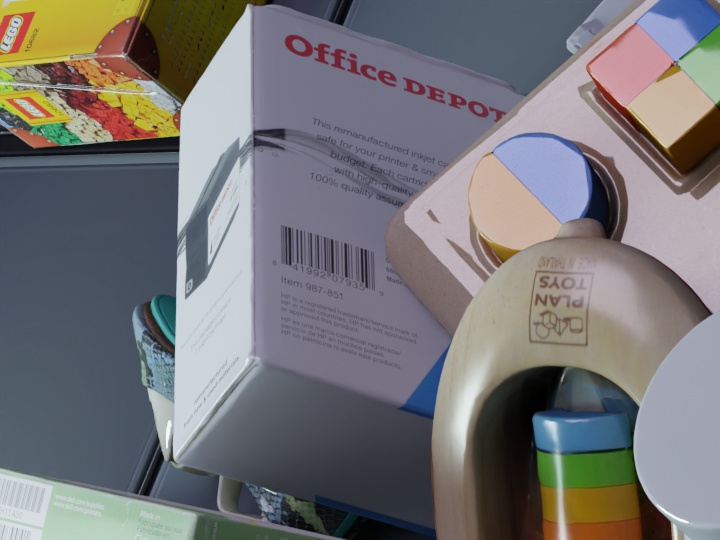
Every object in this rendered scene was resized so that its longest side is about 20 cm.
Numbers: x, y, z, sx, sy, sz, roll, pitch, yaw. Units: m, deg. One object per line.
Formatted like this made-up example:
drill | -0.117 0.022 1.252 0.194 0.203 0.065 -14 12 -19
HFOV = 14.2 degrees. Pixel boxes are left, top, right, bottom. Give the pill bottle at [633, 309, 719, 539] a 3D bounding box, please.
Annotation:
pill bottle | 0.182 0.091 0.968 0.113 0.200 0.113 -25 46 28

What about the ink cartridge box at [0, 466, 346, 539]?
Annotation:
ink cartridge box | -0.043 0.124 1.156 0.146 0.200 0.048 6 83 46

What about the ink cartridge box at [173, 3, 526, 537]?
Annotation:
ink cartridge box | 0.000 0.000 1.246 0.084 0.145 0.200 -51 31 43

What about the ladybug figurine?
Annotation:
ladybug figurine | 0.094 0.079 1.060 0.136 0.072 0.200 3 99 35

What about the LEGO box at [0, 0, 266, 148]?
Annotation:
LEGO box | -0.119 -0.173 1.561 0.149 0.077 0.200 -1 60 44

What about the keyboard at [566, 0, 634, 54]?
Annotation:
keyboard | 0.158 -0.081 1.279 0.056 0.011 0.200 -44 39 1

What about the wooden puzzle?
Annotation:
wooden puzzle | 0.125 -0.021 1.130 0.200 0.046 0.185 -44 61 4

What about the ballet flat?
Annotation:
ballet flat | -0.059 0.074 1.325 0.074 0.074 0.200 -52 36 -2
